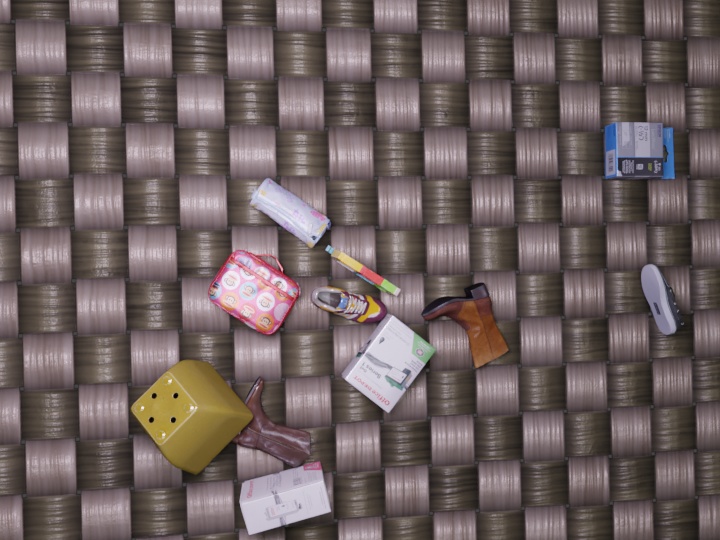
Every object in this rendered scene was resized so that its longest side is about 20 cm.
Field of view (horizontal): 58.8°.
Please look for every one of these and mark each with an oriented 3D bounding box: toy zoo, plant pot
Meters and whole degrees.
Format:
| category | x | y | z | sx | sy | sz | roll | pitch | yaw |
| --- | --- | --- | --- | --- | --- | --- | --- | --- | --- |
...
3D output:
| category | x | y | z | sx | sy | sz | roll | pitch | yaw |
| --- | --- | --- | --- | --- | --- | --- | --- | --- | --- |
| toy zoo | 0.000 | 0.000 | 1.569 | 0.199 | 0.131 | 0.021 | 33 | 86 | -7 |
| plant pot | -0.400 | 0.321 | 1.450 | 0.195 | 0.200 | 0.194 | -45 | 70 | -6 |

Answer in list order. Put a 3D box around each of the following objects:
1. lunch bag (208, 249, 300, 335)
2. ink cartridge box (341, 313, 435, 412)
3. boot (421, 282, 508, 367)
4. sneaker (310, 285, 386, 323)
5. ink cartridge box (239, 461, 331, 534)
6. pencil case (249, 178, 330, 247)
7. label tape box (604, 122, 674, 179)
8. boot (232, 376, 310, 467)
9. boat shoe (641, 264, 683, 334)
| category | x | y | z | sx | sy | sz | roll | pitch | yaw |
| --- | --- | --- | --- | --- | --- | --- | --- | --- | --- |
| lunch bag | -0.253 | 0.044 | 1.565 | 0.200 | 0.082 | 0.177 | 33 | 82 | -8 |
| ink cartridge box | 0.069 | 0.232 | 1.600 | 0.146 | 0.084 | 0.200 | 37 | 85 | -5 |
| boot | 0.269 | 0.155 | 1.651 | 0.188 | 0.068 | 0.201 | -22 | 100 | -15 |
| sneaker | -0.028 | 0.088 | 1.585 | 0.199 | 0.090 | 0.075 | 12 | 88 | -7 |
| ink cartridge box | -0.180 | 0.542 | 1.535 | 0.199 | 0.147 | 0.083 | -14 | 93 | -7 |
| pencil case | -0.173 | -0.140 | 1.568 | 0.200 | 0.091 | 0.083 | 36 | 125 | -4 |
| label tape box | 0.758 | -0.318 | 1.703 | 0.199 | 0.066 | 0.144 | -1 | 90 | -6 |
| boot | -0.199 | 0.376 | 1.575 | 0.199 | 0.064 | 0.187 | 22 | 100 | -4 |
| boat shoe | 0.810 | 0.072 | 1.711 | 0.056 | 0.069 | 0.201 | -22 | 98 | -15 |
